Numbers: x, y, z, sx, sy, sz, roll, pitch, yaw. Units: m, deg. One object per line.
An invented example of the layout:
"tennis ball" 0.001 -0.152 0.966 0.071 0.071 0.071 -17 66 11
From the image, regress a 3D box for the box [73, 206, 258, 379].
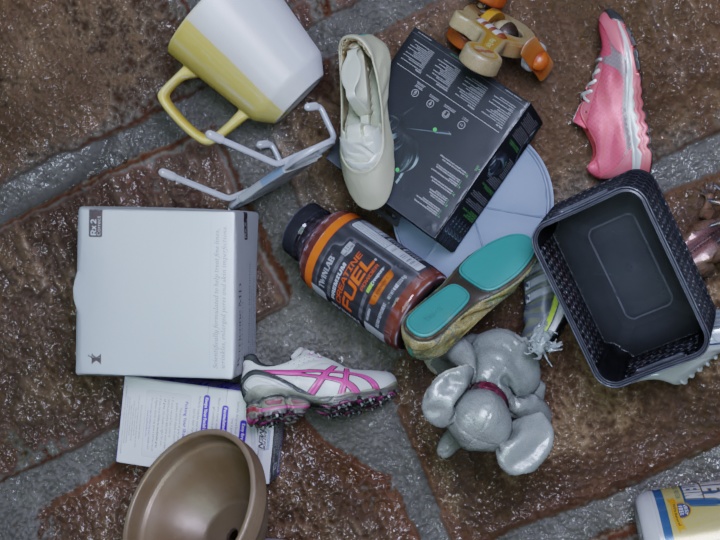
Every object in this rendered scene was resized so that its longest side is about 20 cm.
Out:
"box" -0.231 0.025 1.443 0.197 0.131 0.202 2 92 8

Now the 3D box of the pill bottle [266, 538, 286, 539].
"pill bottle" -0.119 0.439 1.449 0.109 0.111 0.203 -1 91 8

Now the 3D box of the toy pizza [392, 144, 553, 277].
"toy pizza" 0.134 -0.075 1.425 0.197 0.032 0.203 -3 79 18

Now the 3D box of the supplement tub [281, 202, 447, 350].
"supplement tub" 0.000 0.000 1.409 0.199 0.107 0.108 34 96 24

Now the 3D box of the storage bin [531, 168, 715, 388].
"storage bin" 0.290 0.008 1.303 0.134 0.094 0.202 -24 97 25

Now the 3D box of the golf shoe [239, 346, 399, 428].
"golf shoe" -0.046 0.130 1.424 0.197 0.073 0.093 -2 67 -25

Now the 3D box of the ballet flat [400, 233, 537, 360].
"ballet flat" 0.124 0.032 1.352 0.199 0.071 0.071 -38 86 -22

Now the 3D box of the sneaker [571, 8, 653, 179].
"sneaker" 0.287 -0.202 1.390 0.086 0.074 0.203 -9 91 10

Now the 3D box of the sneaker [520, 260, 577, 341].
"sneaker" 0.218 0.020 1.416 0.080 0.074 0.202 25 89 16

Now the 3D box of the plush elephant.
"plush elephant" 0.140 0.153 1.345 0.164 0.200 0.155 40 58 0

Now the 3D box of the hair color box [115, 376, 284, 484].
"hair color box" -0.196 0.193 1.477 0.197 0.065 0.111 7 92 9

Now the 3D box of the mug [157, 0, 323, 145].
"mug" -0.136 -0.250 1.431 0.153 0.150 0.186 45 129 -4

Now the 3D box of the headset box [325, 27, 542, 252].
"headset box" 0.083 -0.145 1.388 0.173 0.093 0.201 36 93 21

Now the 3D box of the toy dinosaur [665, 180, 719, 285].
"toy dinosaur" 0.392 -0.031 1.349 0.086 0.136 0.200 44 97 5

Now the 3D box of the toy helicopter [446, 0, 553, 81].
"toy helicopter" 0.157 -0.253 1.349 0.131 0.200 0.079 30 119 1

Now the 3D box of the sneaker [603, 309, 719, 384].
"sneaker" 0.379 0.094 1.396 0.197 0.073 0.072 -9 106 14

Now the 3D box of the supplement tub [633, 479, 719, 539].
"supplement tub" 0.421 0.310 1.351 0.197 0.145 0.147 -11 90 8

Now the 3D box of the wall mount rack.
"wall mount rack" -0.127 -0.129 1.385 0.199 0.173 0.075 -29 88 49

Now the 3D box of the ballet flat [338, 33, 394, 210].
"ballet flat" 0.000 -0.171 1.337 0.068 0.069 0.203 -4 79 8

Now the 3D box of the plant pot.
"plant pot" -0.175 0.296 1.387 0.199 0.093 0.203 -21 50 26
